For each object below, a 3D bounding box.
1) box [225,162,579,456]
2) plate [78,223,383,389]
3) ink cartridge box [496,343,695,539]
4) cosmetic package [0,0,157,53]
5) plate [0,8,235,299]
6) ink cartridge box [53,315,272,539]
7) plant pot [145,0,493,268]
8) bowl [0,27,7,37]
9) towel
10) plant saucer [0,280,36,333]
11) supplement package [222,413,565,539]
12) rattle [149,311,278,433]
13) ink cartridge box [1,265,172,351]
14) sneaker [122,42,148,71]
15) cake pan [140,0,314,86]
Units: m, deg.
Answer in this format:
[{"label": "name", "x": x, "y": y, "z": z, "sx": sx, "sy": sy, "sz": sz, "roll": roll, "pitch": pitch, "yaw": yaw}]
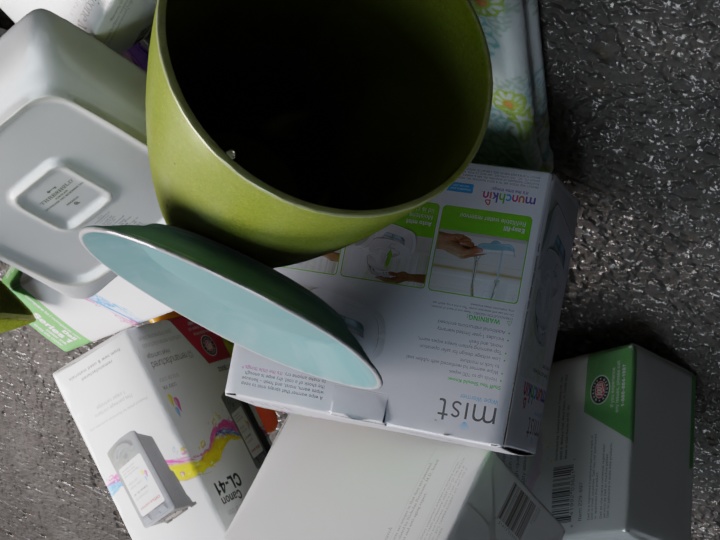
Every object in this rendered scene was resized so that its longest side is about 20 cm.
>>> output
[{"label": "box", "x": 0.029, "y": 0.018, "z": 0.990, "sx": 0.197, "sy": 0.179, "sz": 0.097, "roll": 8, "pitch": 174, "yaw": 21}, {"label": "plate", "x": -0.072, "y": 0.015, "z": 0.875, "sx": 0.198, "sy": 0.026, "sz": 0.200, "roll": 24, "pitch": 168, "yaw": 6}, {"label": "ink cartridge box", "x": 0.161, "y": 0.154, "z": 1.177, "sx": 0.087, "sy": 0.147, "sz": 0.199, "roll": 23, "pitch": 153, "yaw": -37}, {"label": "cosmetic package", "x": -0.203, "y": -0.231, "z": 0.922, "sx": 0.200, "sy": 0.081, "sz": 0.113, "roll": 47, "pitch": 141, "yaw": 4}, {"label": "plate", "x": -0.192, "y": -0.058, "z": 0.968, "sx": 0.199, "sy": 0.033, "sz": 0.199, "roll": -34, "pitch": 136, "yaw": 27}, {"label": "ink cartridge box", "x": -0.139, "y": 0.144, "z": 1.195, "sx": 0.085, "sy": 0.147, "sz": 0.202, "roll": -31, "pitch": 84, "yaw": 19}, {"label": "plant pot", "x": -0.050, "y": -0.079, "z": 0.854, "sx": 0.186, "sy": 0.189, "sz": 0.200, "roll": 32, "pitch": 151, "yaw": -8}, {"label": "bowl", "x": -0.302, "y": -0.131, "z": 1.173, "sx": 0.198, "sy": 0.095, "sz": 0.202, "roll": 18, "pitch": 146, "yaw": 12}, {"label": "towel", "x": 0.036, "y": -0.134, "z": 0.976, "sx": 0.169, "sy": 0.048, "sz": 0.201, "roll": 13, "pitch": 144, "yaw": 22}, {"label": "plant saucer", "x": -0.360, "y": -0.014, "z": 1.093, "sx": 0.200, "sy": 0.048, "sz": 0.199, "roll": 41, "pitch": -173, "yaw": 14}, {"label": "supplement package", "x": 0.023, "y": 0.191, "z": 1.079, "sx": 0.198, "sy": 0.121, "sz": 0.121, "roll": 7, "pitch": 149, "yaw": 43}, {"label": "rattle", "x": -0.149, "y": 0.084, "z": 1.385, "sx": 0.142, "sy": 0.131, "sz": 0.200, "roll": 30, "pitch": 175, "yaw": 15}, {"label": "ink cartridge box", "x": -0.180, "y": -0.033, "z": 1.174, "sx": 0.084, "sy": 0.146, "sz": 0.199, "roll": 42, "pitch": 143, "yaw": -24}, {"label": "sneaker", "x": -0.178, "y": -0.164, "z": 1.061, "sx": 0.087, "sy": 0.081, "sz": 0.202, "roll": -15, "pitch": 116, "yaw": 14}, {"label": "cake pan", "x": -0.097, "y": -0.206, "z": 0.935, "sx": 0.199, "sy": 0.037, "sz": 0.202, "roll": 27, "pitch": 138, "yaw": 27}]
